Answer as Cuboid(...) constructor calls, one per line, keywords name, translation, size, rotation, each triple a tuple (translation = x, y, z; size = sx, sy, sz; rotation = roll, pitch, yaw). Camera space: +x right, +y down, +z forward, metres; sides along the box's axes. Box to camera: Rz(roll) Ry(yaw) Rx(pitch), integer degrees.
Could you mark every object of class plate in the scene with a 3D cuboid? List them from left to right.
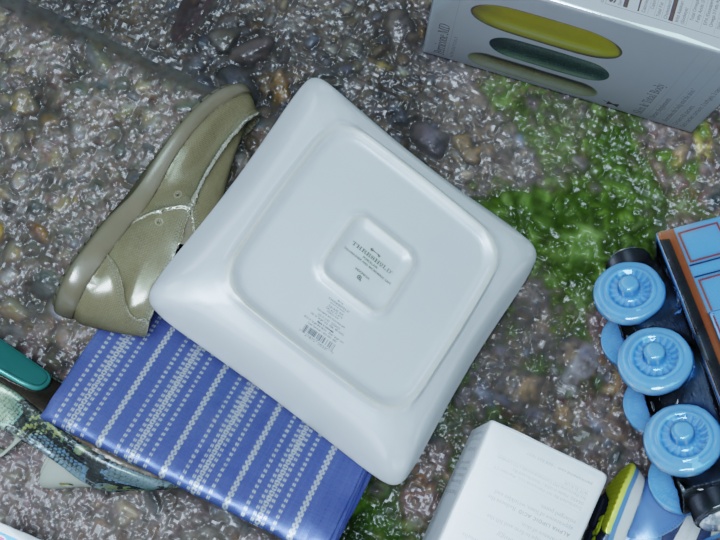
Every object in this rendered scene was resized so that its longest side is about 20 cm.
Cuboid(name="plate", translation=(0.000, 0.000, 0.791), size=(0.199, 0.032, 0.200), rotation=(38, 66, -8))

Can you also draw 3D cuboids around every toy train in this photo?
Cuboid(name="toy train", translation=(0.217, 0.061, 0.773), size=(0.114, 0.087, 0.201), rotation=(-16, 54, 6))

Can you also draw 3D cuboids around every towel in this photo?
Cuboid(name="towel", translation=(-0.080, 0.083, 0.795), size=(0.199, 0.024, 0.145), rotation=(25, 53, 5))

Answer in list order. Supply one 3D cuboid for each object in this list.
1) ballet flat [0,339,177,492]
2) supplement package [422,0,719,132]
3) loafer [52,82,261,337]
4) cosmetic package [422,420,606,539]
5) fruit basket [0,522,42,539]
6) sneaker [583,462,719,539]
Cuboid(name="ballet flat", translation=(-0.205, 0.100, 0.805), size=(0.199, 0.074, 0.074), rotation=(31, 81, 6))
Cuboid(name="supplement package", translation=(0.159, -0.205, 0.811), size=(0.199, 0.152, 0.151), rotation=(17, 81, 2))
Cuboid(name="loafer", translation=(-0.120, -0.037, 0.812), size=(0.067, 0.076, 0.200), rotation=(37, 68, -7))
Cuboid(name="cosmetic package", translation=(0.068, 0.199, 0.761), size=(0.081, 0.113, 0.201), rotation=(24, 82, 4))
Cuboid(name="fruit basket", translation=(-0.181, 0.274, 0.755), size=(0.199, 0.094, 0.186), rotation=(24, 81, 0))
Cuboid(name="sneaker", translation=(0.169, 0.227, 0.778), size=(0.082, 0.074, 0.201), rotation=(20, 81, 1))
